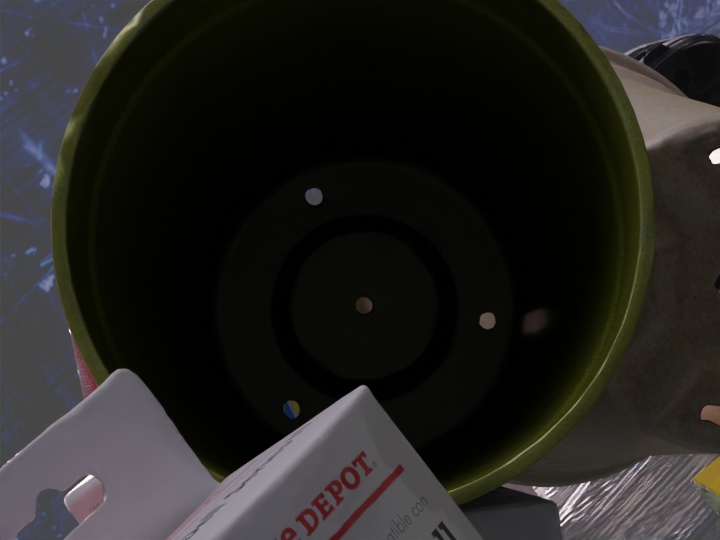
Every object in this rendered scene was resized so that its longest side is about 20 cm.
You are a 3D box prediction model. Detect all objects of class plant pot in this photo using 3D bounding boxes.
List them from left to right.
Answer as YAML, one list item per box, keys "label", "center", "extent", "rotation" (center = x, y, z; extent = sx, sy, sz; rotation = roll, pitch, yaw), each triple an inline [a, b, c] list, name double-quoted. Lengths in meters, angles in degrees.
- label: "plant pot"
  center: [0.000, 0.000, 1.012]
  extent: [0.200, 0.201, 0.193]
  rotation: [-39, -9, -5]
- label: "plant pot"
  center: [0.117, 0.001, 1.176]
  extent: [0.200, 0.201, 0.183]
  rotation: [-39, 14, -15]

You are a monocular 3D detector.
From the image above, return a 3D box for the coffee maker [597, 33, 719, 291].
- label: "coffee maker"
  center: [0.166, -0.056, 1.614]
  extent: [0.135, 0.192, 0.200]
  rotation: [-60, 29, -8]

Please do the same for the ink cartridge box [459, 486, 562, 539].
- label: "ink cartridge box"
  center: [-0.010, 0.127, 1.037]
  extent: [0.145, 0.085, 0.200]
  rotation: [-7, 0, -8]

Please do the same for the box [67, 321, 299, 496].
- label: "box"
  center: [-0.050, 0.092, 1.221]
  extent: [0.099, 0.201, 0.095]
  rotation: [-7, -11, -30]

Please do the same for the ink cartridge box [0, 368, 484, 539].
- label: "ink cartridge box"
  center: [-0.010, 0.113, 0.703]
  extent: [0.067, 0.200, 0.117]
  rotation: [-35, 4, 40]

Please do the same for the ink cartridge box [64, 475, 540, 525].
- label: "ink cartridge box"
  center: [-0.029, 0.115, 1.380]
  extent: [0.200, 0.146, 0.083]
  rotation: [-35, 2, 42]

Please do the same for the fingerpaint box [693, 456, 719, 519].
- label: "fingerpaint box"
  center: [0.185, 0.038, 0.705]
  extent: [0.167, 0.073, 0.200]
  rotation: [-40, 4, -3]
